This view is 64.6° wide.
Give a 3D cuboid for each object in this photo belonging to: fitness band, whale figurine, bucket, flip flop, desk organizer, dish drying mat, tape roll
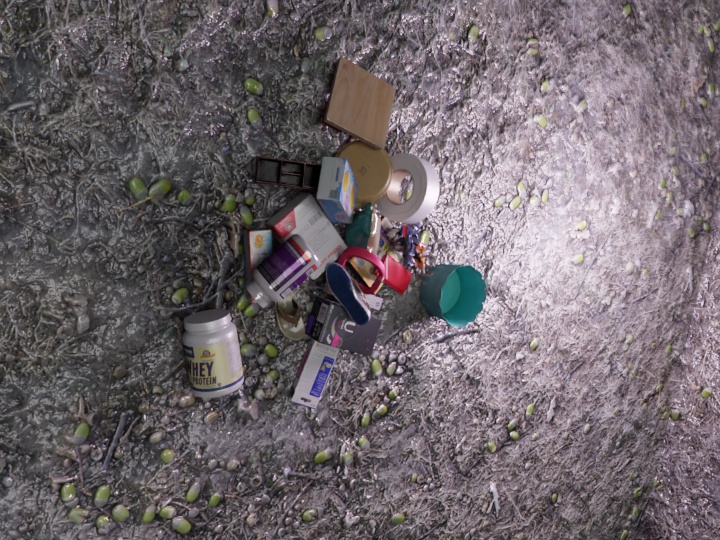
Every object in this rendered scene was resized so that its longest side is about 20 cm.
[{"bbox_3d":[0.000,0.000,1.656,0.142,0.200,0.038,35,62,1],"label":"fitness band"},{"bbox_3d":[0.007,-0.118,1.630,0.101,0.200,0.163,6,84,-1],"label":"whale figurine"},{"bbox_3d":[0.307,0.075,1.899,0.203,0.134,0.212,-6,102,-28],"label":"bucket"},{"bbox_3d":[-0.207,0.112,1.656,0.080,0.057,0.204,-18,107,-26],"label":"flip flop"},{"bbox_3d":[-0.188,-0.265,1.559,0.195,0.077,0.073,5,96,-12],"label":"desk organizer"},{"bbox_3d":[0.108,0.014,1.795,0.199,0.018,0.078,35,77,-55],"label":"dish drying mat"},{"bbox_3d":[0.135,-0.244,1.704,0.070,0.200,0.207,4,97,-51],"label":"tape roll"}]

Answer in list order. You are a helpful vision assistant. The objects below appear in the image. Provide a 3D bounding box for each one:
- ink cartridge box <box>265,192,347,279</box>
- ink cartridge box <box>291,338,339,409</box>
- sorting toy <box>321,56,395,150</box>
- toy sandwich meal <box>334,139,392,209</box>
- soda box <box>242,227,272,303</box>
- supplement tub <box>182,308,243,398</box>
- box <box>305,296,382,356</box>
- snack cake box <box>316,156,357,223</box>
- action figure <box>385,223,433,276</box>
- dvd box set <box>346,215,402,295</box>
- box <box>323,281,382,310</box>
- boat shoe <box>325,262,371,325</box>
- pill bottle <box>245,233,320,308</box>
[{"bbox_3d":[-0.154,-0.100,1.635,0.147,0.085,0.202,-42,118,-17],"label":"ink cartridge box"},{"bbox_3d":[-0.142,0.314,1.742,0.094,0.037,0.204,24,84,-31],"label":"ink cartridge box"},{"bbox_3d":[-0.011,-0.470,1.641,0.196,0.069,0.204,21,71,-28],"label":"sorting toy"},{"bbox_3d":[0.005,-0.282,1.690,0.200,0.070,0.210,0,87,-3],"label":"toy sandwich meal"},{"bbox_3d":[-0.284,-0.015,1.587,0.067,0.063,0.205,-6,102,-28],"label":"soda box"},{"bbox_3d":[-0.394,0.219,1.518,0.142,0.144,0.205,-13,104,-27],"label":"supplement tub"},{"bbox_3d":[-0.051,0.170,1.728,0.197,0.106,0.125,19,90,-31],"label":"box"},{"bbox_3d":[-0.060,-0.213,1.540,0.066,0.200,0.118,6,79,10],"label":"snack cake box"},{"bbox_3d":[0.148,-0.056,1.767,0.193,0.104,0.202,44,41,-24],"label":"action figure"},{"bbox_3d":[0.054,-0.048,1.775,0.147,0.029,0.201,50,64,-27],"label":"dvd box set"},{"bbox_3d":[-0.022,0.077,1.766,0.197,0.041,0.039,20,88,-30],"label":"box"},{"bbox_3d":[-0.034,0.062,1.658,0.071,0.072,0.203,-25,99,20],"label":"boat shoe"},{"bbox_3d":[-0.210,0.004,1.523,0.199,0.112,0.113,-41,116,-6],"label":"pill bottle"}]
